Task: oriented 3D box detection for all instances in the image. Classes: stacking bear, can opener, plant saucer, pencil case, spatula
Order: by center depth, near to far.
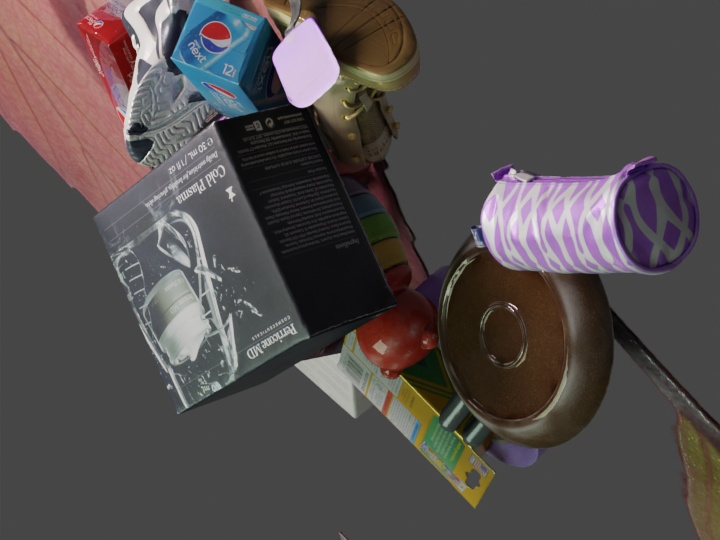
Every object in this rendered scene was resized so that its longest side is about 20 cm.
[{"bbox_3d":[0.168,-0.041,1.241,0.199,0.083,0.086,3,108,61],"label":"pencil case"},{"bbox_3d":[-0.056,-0.216,1.338,0.020,0.056,0.201,22,-139,-38],"label":"spatula"},{"bbox_3d":[0.129,0.053,1.395,0.199,0.032,0.203,12,105,49],"label":"plant saucer"},{"bbox_3d":[0.133,0.084,1.451,0.052,0.067,0.200,34,127,-3],"label":"can opener"},{"bbox_3d":[0.000,0.000,1.512,0.121,0.113,0.201,-40,76,27],"label":"stacking bear"}]

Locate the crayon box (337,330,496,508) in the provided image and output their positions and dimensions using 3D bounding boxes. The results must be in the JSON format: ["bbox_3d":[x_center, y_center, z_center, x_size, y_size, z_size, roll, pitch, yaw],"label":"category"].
[{"bbox_3d":[0.067,0.127,1.600,0.200,0.051,0.126,46,160,13],"label":"crayon box"}]

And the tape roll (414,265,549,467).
[{"bbox_3d":[0.119,0.093,1.598,0.200,0.066,0.201,41,158,20],"label":"tape roll"}]

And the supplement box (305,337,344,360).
[{"bbox_3d":[-0.054,0.022,1.649,0.110,0.086,0.199,41,-160,20],"label":"supplement box"}]

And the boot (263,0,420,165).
[{"bbox_3d":[0.002,-0.153,1.383,0.200,0.073,0.156,34,153,48],"label":"boot"}]

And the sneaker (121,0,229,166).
[{"bbox_3d":[-0.189,-0.204,1.587,0.129,0.079,0.201,-147,66,-66],"label":"sneaker"}]

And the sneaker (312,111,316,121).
[{"bbox_3d":[-0.089,-0.081,1.637,0.069,0.083,0.200,10,152,-12],"label":"sneaker"}]

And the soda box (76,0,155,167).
[{"bbox_3d":[-0.237,-0.203,1.809,0.063,0.070,0.201,35,156,36],"label":"soda box"}]

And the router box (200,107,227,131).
[{"bbox_3d":[-0.141,-0.108,1.803,0.149,0.051,0.201,42,159,26],"label":"router box"}]

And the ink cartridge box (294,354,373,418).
[{"bbox_3d":[-0.049,0.066,1.940,0.161,0.050,0.201,40,154,26],"label":"ink cartridge box"}]

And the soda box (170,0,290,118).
[{"bbox_3d":[-0.106,-0.180,1.470,0.067,0.065,0.200,22,176,9],"label":"soda box"}]

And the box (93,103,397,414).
[{"bbox_3d":[-0.103,-0.010,1.442,0.199,0.123,0.198,-32,82,43],"label":"box"}]
